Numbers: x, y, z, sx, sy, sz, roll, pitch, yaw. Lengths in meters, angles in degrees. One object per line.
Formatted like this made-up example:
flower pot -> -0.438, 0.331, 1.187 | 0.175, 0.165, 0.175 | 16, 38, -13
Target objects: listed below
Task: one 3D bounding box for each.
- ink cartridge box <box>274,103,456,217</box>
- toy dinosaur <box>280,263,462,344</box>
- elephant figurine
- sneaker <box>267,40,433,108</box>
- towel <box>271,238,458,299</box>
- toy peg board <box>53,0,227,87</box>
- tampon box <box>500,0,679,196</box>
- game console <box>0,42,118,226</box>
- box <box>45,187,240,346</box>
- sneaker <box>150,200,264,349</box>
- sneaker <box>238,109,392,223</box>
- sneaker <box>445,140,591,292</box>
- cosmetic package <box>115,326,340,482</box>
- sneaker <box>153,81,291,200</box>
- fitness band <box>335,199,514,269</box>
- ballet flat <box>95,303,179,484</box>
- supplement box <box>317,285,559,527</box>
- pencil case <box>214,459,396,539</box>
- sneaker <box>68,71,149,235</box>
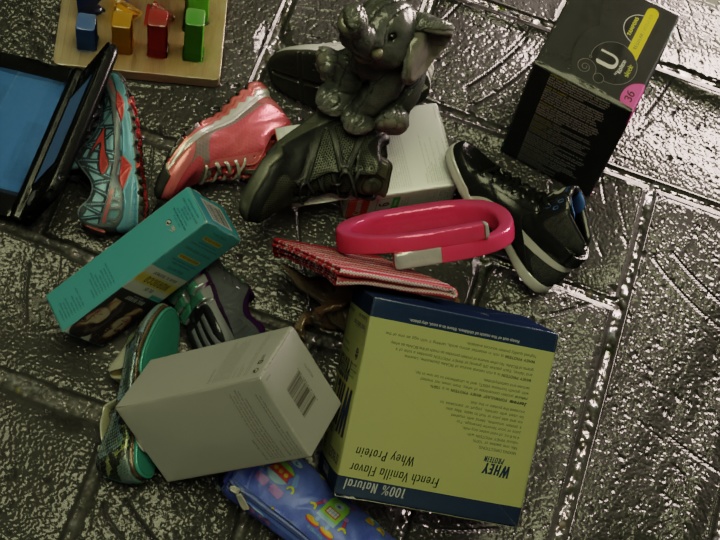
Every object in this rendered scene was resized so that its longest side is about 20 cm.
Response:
ink cartridge box -> 0.004, -0.123, 1.817 | 0.197, 0.050, 0.110 | -9, 69, -11
toy dinosaur -> 0.009, 0.043, 1.726 | 0.199, 0.086, 0.136 | 34, 63, 16
elephant figurine -> 0.030, -0.247, 1.676 | 0.139, 0.201, 0.157 | 9, 54, -9
sneaker -> -0.006, -0.251, 1.877 | 0.198, 0.076, 0.116 | 6, 37, 9
towel -> 0.000, 0.000, 1.666 | 0.143, 0.200, 0.023 | 9, 96, -25
toy peg board -> -0.255, -0.338, 1.854 | 0.196, 0.098, 0.203 | 5, 64, -6
tampon box -> 0.262, -0.215, 1.811 | 0.125, 0.200, 0.151 | 27, 65, 5
game console -> -0.374, -0.165, 1.738 | 0.115, 0.175, 0.202 | 26, 66, -19
box -> -0.230, -0.002, 1.660 | 0.199, 0.082, 0.049 | -37, 65, 12
sneaker -> -0.170, 0.011, 1.735 | 0.087, 0.074, 0.202 | -3, 58, -41
sneaker -> -0.040, -0.105, 1.734 | 0.114, 0.077, 0.199 | 41, 62, 17
sneaker -> 0.191, -0.086, 1.777 | 0.201, 0.112, 0.073 | 55, 35, 4
cosmetic package -> -0.135, 0.138, 1.578 | 0.108, 0.198, 0.085 | 59, 39, -24
sneaker -> -0.151, -0.135, 1.782 | 0.087, 0.074, 0.200 | 43, 59, 4
fitness band -> 0.071, -0.043, 1.709 | 0.197, 0.144, 0.038 | -8, 107, -11
ballet flat -> -0.243, 0.128, 1.662 | 0.073, 0.074, 0.202 | 10, 62, -3
supplement box -> 0.076, 0.136, 1.608 | 0.197, 0.134, 0.203 | 11, 94, -10
pencil case -> -0.057, 0.252, 1.619 | 0.199, 0.078, 0.087 | 38, 40, 10
sneaker -> -0.294, -0.136, 1.767 | 0.094, 0.080, 0.202 | -7, 64, -6
